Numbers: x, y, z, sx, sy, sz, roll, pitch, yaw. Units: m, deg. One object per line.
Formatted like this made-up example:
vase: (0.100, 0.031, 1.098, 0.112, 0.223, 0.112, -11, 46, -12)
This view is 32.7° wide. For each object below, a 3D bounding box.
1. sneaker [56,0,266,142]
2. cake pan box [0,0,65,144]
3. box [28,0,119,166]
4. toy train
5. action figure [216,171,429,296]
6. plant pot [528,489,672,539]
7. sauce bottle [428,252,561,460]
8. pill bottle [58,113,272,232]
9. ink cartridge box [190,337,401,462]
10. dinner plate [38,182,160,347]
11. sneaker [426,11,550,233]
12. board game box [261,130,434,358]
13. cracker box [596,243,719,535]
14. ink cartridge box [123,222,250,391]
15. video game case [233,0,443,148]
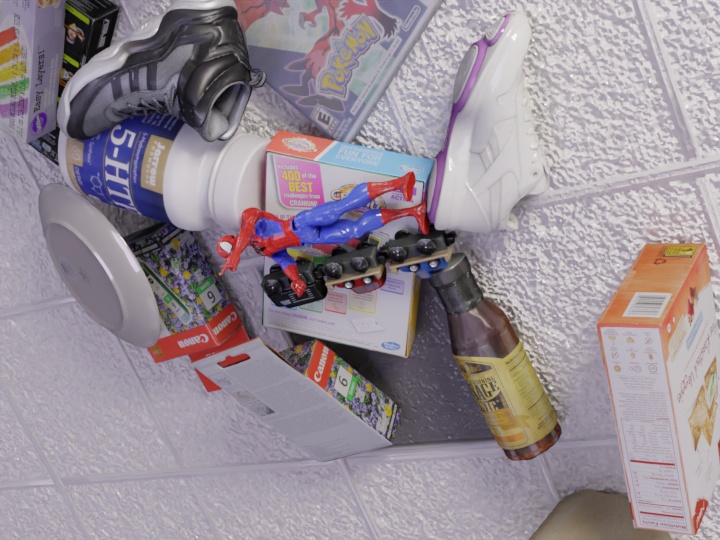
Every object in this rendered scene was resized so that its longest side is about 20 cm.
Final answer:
sneaker: (-0.176, -0.152, 1.087, 0.199, 0.075, 0.115, -34, 74, 14)
cake pan box: (-0.376, -0.245, 1.204, 0.183, 0.052, 0.201, 31, 129, 17)
box: (-0.353, -0.238, 1.256, 0.199, 0.047, 0.194, 35, 129, 11)
toy train: (0.000, 0.000, 1.115, 0.198, 0.034, 0.046, -15, 122, 26)
action figure: (-0.044, -0.021, 1.070, 0.198, 0.100, 0.066, -10, 134, 23)
plant pot: (0.208, 0.313, 1.148, 0.199, 0.183, 0.202, 16, 126, 24)
sauce bottle: (0.120, 0.080, 1.138, 0.066, 0.066, 0.201, -18, 107, 39)
pill bottle: (-0.178, -0.105, 1.176, 0.198, 0.120, 0.121, 18, 127, 23)
ink cartridge box: (-0.063, 0.117, 1.240, 0.108, 0.051, 0.200, -20, 130, 39)
dinner plate: (-0.281, 0.001, 1.282, 0.199, 0.024, 0.201, 36, 146, 30)
sneaker: (0.120, -0.119, 1.022, 0.098, 0.075, 0.202, 12, 124, -4)
board game box: (-0.015, -0.022, 1.152, 0.151, 0.040, 0.202, 12, 126, 10)
cracker box: (0.256, 0.096, 1.012, 0.057, 0.134, 0.202, 1, 120, 31)
ink cartridge box: (-0.191, 0.050, 1.318, 0.108, 0.050, 0.201, -16, 108, 40)
video game case: (-0.036, -0.232, 1.068, 0.182, 0.023, 0.200, 41, 132, 5)
